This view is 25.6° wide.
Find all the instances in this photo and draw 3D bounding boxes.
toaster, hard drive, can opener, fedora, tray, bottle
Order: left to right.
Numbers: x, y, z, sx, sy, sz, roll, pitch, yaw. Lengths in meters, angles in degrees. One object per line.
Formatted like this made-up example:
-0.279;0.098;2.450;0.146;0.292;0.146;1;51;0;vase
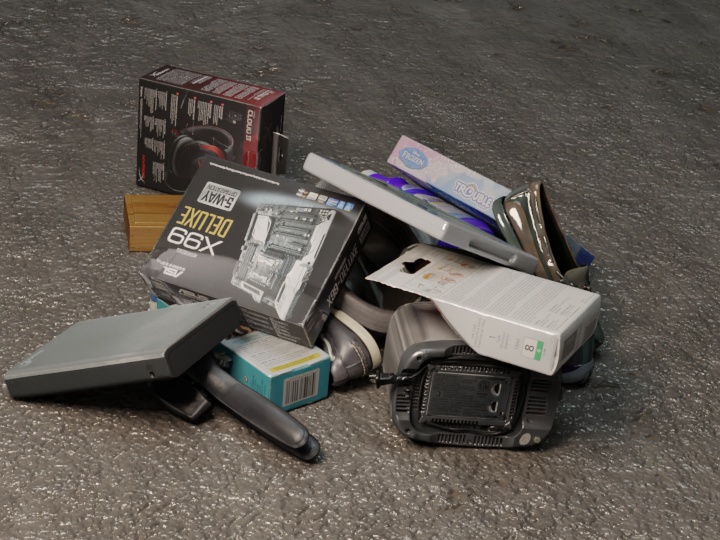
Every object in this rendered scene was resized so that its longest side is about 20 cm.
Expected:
-0.233;0.077;1.561;0.198;0.033;0.140;-10;17;29;hard drive
-0.187;-0.060;1.944;0.198;0.037;0.099;1;26;-13;tray
-0.116;0.132;1.547;0.199;0.079;0.063;25;-8;29;can opener
0.000;0.000;1.747;0.175;0.090;0.201;6;52;-30;fedora
0.069;-0.063;1.907;0.083;0.066;0.199;1;23;-45;bottle
0.098;0.100;1.583;0.198;0.115;0.129;3;21;-9;toaster

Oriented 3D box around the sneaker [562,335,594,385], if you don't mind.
0.162;0.055;1.719;0.198;0.088;0.074;13;26;15;sneaker

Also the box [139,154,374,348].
-0.108;-0.022;1.655;0.198;0.050;0.159;18;64;22;box

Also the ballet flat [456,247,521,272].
0.154;0.007;1.775;0.075;0.069;0.199;-2;-5;28;ballet flat

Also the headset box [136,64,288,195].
-0.184;-0.166;2.036;0.198;0.150;0.075;14;26;20;headset box

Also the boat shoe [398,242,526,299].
0.132;0.023;1.656;0.198;0.072;0.068;21;-11;10;boat shoe

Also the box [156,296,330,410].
-0.125;0.078;1.649;0.082;0.050;0.199;-16;33;-38;box

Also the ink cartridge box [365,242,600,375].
0.120;0.035;1.543;0.198;0.051;0.161;14;18;19;ink cartridge box

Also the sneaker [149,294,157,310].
-0.176;-0.021;1.801;0.078;0.090;0.200;13;26;11;sneaker

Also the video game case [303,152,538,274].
0.063;-0.058;1.638;0.199;0.022;0.182;29;6;37;video game case

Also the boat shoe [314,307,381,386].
-0.065;0.060;1.677;0.063;0.073;0.199;-36;46;-26;boat shoe

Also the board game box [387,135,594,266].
0.158;-0.075;1.926;0.199;0.044;0.199;32;-1;44;board game box

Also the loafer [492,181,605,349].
0.219;-0.004;1.749;0.063;0.201;0.072;-32;-1;24;loafer
